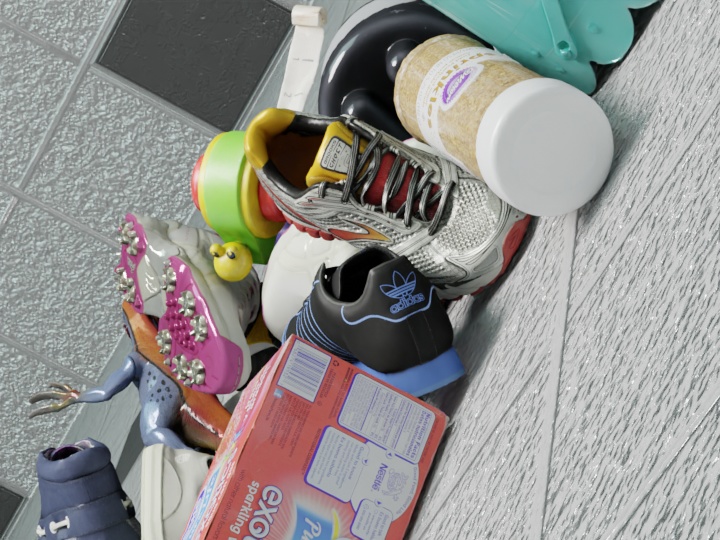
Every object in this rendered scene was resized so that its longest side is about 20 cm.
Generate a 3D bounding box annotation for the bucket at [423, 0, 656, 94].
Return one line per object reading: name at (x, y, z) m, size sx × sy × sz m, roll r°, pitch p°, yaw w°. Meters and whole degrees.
bucket at (0.112, -0.217, 1.466) m, size 0.208 × 0.134 × 0.207 m, roll -61°, pitch 9°, yaw 17°

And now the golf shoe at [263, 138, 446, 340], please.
golf shoe at (0.000, 0.000, 1.579) m, size 0.200 × 0.075 × 0.092 m, roll -43°, pitch 32°, yaw 41°

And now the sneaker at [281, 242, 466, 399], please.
sneaker at (0.000, 0.023, 1.458) m, size 0.070 × 0.078 × 0.200 m, roll -23°, pitch 11°, yaw -20°

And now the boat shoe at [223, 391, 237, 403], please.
boat shoe at (-0.073, 0.080, 1.927) m, size 0.200 × 0.070 × 0.070 m, roll -162°, pitch 91°, yaw -84°

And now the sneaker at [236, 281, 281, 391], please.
sneaker at (-0.030, 0.050, 1.744) m, size 0.199 × 0.090 × 0.070 m, roll -10°, pitch 55°, yaw 47°

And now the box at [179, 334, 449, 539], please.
box at (-0.041, 0.152, 1.351) m, size 0.201 × 0.102 × 0.095 m, roll -68°, pitch 9°, yaw -28°

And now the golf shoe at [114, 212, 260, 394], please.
golf shoe at (-0.098, 0.018, 1.690) m, size 0.200 × 0.091 × 0.076 m, roll -127°, pitch 43°, yaw -54°

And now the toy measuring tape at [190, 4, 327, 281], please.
toy measuring tape at (-0.065, -0.091, 1.653) m, size 0.074 × 0.073 × 0.201 m, roll 141°, pitch 145°, yaw -71°

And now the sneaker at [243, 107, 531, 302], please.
sneaker at (0.009, -0.042, 1.468) m, size 0.199 × 0.082 × 0.078 m, roll 18°, pitch 75°, yaw 37°

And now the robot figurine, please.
robot figurine at (0.032, -0.119, 1.677) m, size 0.200 × 0.149 × 0.126 m, roll -85°, pitch -14°, yaw -76°

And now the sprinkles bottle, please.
sprinkles bottle at (0.074, -0.081, 1.380) m, size 0.069 × 0.068 × 0.200 m, roll -62°, pitch 19°, yaw 5°

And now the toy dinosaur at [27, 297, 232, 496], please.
toy dinosaur at (-0.119, 0.083, 1.726) m, size 0.199 × 0.105 × 0.183 m, roll -24°, pitch 57°, yaw 28°

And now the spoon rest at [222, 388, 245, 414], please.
spoon rest at (-0.054, 0.110, 1.706) m, size 0.200 × 0.060 × 0.100 m, roll 130°, pitch 130°, yaw -59°

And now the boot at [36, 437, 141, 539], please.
boot at (-0.179, 0.152, 1.662) m, size 0.072 × 0.091 × 0.200 m, roll -18°, pitch 4°, yaw -16°

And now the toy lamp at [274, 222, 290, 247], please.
toy lamp at (-0.044, -0.040, 1.779) m, size 0.059 × 0.058 × 0.200 m, roll -62°, pitch 12°, yaw 2°

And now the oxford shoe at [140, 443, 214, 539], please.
oxford shoe at (-0.103, 0.179, 1.535) m, size 0.201 × 0.057 × 0.076 m, roll -95°, pitch 4°, yaw -50°
